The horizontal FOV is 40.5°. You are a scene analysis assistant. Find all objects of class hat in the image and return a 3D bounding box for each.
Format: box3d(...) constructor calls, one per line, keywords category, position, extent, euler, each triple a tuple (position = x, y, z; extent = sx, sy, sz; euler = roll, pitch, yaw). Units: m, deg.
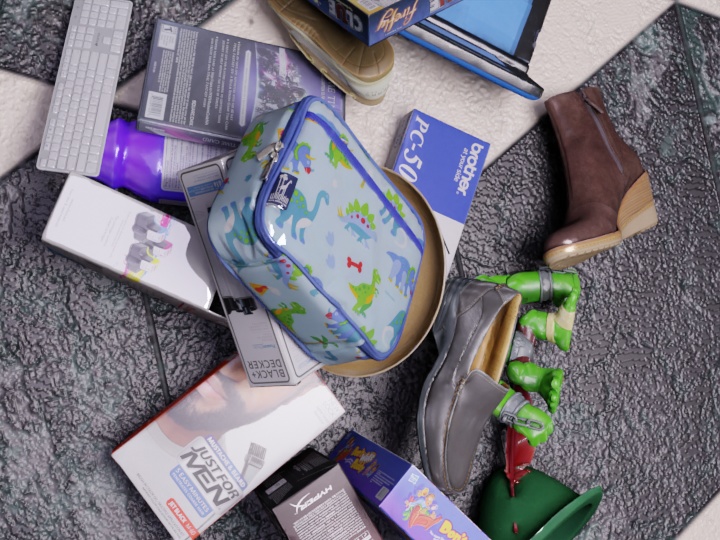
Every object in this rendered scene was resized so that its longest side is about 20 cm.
box3d(category="hat", position=(0.135, 0.218, 1.000), extent=(0.198, 0.167, 0.176), euler=(-25, 58, -36))

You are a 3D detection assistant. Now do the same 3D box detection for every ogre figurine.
box3d(category="ogre figurine", position=(0.150, 0.074, 0.978), extent=(0.118, 0.098, 0.203), euler=(10, 72, 14))

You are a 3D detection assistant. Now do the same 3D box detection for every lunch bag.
box3d(category="lunch bag", position=(-0.029, -0.033, 0.815), extent=(0.200, 0.081, 0.162), euler=(50, 46, -34))

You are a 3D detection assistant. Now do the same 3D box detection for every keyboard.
box3d(category="keyboard", position=(-0.257, -0.178, 0.917), extent=(0.055, 0.011, 0.203), euler=(4, 64, -2))

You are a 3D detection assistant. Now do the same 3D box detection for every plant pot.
box3d(category="plant pot", position=(0.000, 0.000, 0.941), extent=(0.027, 0.197, 0.204), euler=(4, 82, -57))

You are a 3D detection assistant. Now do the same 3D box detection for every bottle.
box3d(category="bottle", position=(-0.185, -0.106, 0.939), extent=(0.196, 0.065, 0.085), euler=(5, 80, -13))

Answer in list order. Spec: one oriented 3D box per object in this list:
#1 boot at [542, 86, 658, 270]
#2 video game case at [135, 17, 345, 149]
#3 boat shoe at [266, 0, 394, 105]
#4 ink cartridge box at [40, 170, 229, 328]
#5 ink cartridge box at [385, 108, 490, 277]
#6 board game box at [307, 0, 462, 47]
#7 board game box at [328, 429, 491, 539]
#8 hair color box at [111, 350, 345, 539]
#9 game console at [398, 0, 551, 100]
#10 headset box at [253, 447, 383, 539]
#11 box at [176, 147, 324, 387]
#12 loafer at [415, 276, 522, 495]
box3d(category="boot", position=(0.224, -0.099, 1.018), extent=(0.198, 0.072, 0.169), euler=(-22, 85, -42))
box3d(category="video game case", position=(-0.110, -0.173, 0.951), extent=(0.196, 0.019, 0.145), euler=(11, 52, -14))
box3d(category="boat shoe", position=(-0.039, -0.239, 0.971), extent=(0.073, 0.067, 0.201), euler=(-29, 64, -14))
box3d(category="ink cartridge box", position=(-0.187, -0.012, 0.906), extent=(0.197, 0.115, 0.069), euler=(25, 81, -12))
box3d(category="ink cartridge box", position=(0.057, -0.053, 1.006), extent=(0.093, 0.044, 0.203), euler=(21, 81, -13))
box3d(category="board game box", position=(-0.001, -0.300, 0.943), extent=(0.134, 0.035, 0.200), euler=(-30, 54, -23))
box3d(category="board game box", position=(0.048, 0.222, 0.898), extent=(0.134, 0.200, 0.045), euler=(45, 79, -11))
box3d(category="hair color box", position=(-0.126, 0.154, 0.935), extent=(0.199, 0.064, 0.112), euler=(-39, 94, -15))
box3d(category="game console", position=(0.110, -0.280, 1.005), extent=(0.197, 0.171, 0.120), euler=(23, 107, -11))
box3d(category="headset box", position=(-0.014, 0.276, 0.909), extent=(0.077, 0.149, 0.202), euler=(-32, 92, -13))
box3d(category="box", position=(-0.074, -0.011, 0.864), extent=(0.116, 0.059, 0.203), euler=(-32, 108, -49))
box3d(category="loafer", position=(0.100, 0.105, 0.889), extent=(0.072, 0.071, 0.204), euler=(17, 77, -51))
